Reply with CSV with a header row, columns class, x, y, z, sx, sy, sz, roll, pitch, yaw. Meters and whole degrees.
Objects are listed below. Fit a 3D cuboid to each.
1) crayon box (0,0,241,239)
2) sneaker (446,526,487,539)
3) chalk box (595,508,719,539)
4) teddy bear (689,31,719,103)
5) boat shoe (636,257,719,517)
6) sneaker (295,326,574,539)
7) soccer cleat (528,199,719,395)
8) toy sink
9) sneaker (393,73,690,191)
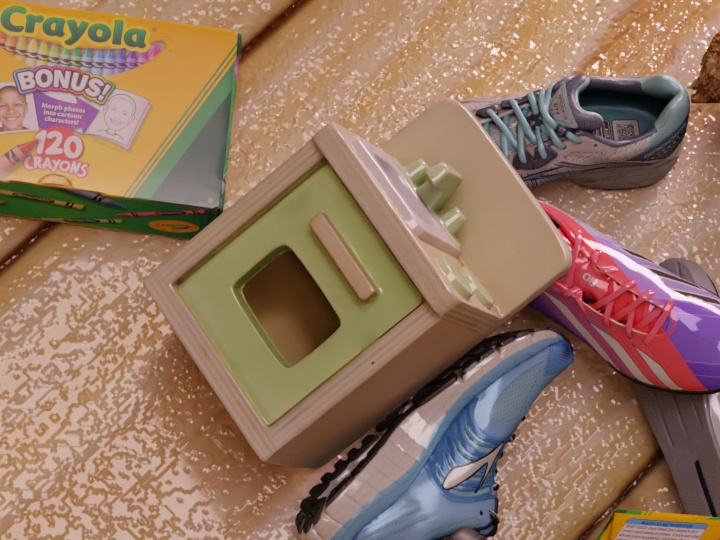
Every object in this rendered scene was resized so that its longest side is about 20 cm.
class,x,y,z,sx,sy,sz,roll,pitch,yaw
crayon box,-0.177,-0.093,1.374,0.198,0.058,0.120,7,69,-5
sneaker,0.052,0.253,1.261,0.104,0.060,0.201,27,87,15
chalk box,0.204,0.242,1.248,0.200,0.124,0.124,45,67,-20
teddy bear,0.297,-0.139,1.409,0.198,0.145,0.067,-3,92,-10
boat shoe,0.219,0.089,1.361,0.070,0.072,0.201,5,63,-32
sneaker,0.055,0.112,1.334,0.200,0.078,0.090,-43,99,-16
soccer cleat,0.139,0.010,1.333,0.199,0.073,0.068,31,84,30
toy sink,0.000,0.000,1.290,0.200,0.112,0.131,-38,74,10
sneaker,0.108,-0.089,1.396,0.198,0.086,0.078,-12,71,-12
